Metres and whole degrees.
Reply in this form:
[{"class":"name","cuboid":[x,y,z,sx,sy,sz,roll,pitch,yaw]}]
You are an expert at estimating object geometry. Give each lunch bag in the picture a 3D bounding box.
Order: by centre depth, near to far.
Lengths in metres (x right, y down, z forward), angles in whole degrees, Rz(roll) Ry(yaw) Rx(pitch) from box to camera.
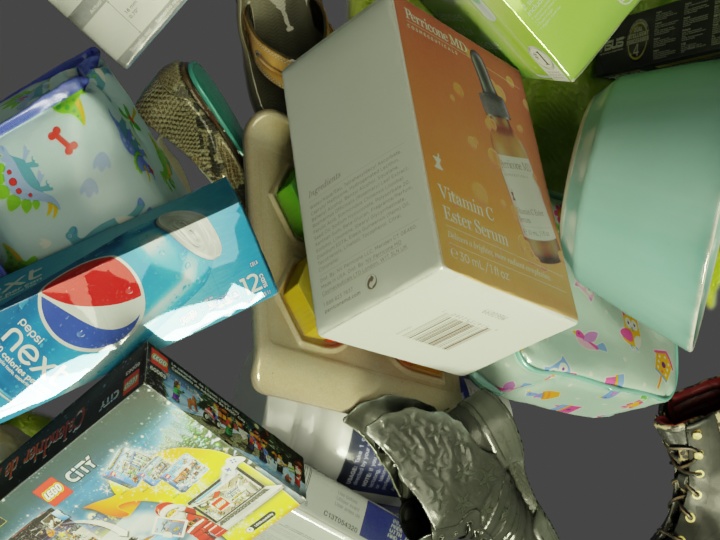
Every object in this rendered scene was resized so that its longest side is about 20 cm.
[{"class":"lunch bag","cuboid":[-0.218,-0.020,0.781,0.198,0.128,0.172,-27,111,7]},{"class":"lunch bag","cuboid":[0.160,0.022,0.899,0.198,0.077,0.163,14,64,-37]}]

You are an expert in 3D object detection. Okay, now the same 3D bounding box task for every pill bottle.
[{"class":"pill bottle","cuboid":[0.007,0.120,0.882,0.197,0.116,0.118,13,96,-21]}]

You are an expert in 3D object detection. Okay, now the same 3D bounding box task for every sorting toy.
[{"class":"sorting toy","cuboid":[0.000,0.000,0.819,0.183,0.036,0.204,18,58,-38]}]

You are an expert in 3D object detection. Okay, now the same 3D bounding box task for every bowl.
[{"class":"bowl","cuboid":[0.201,-0.055,0.808,0.103,0.200,0.205,13,98,19]}]

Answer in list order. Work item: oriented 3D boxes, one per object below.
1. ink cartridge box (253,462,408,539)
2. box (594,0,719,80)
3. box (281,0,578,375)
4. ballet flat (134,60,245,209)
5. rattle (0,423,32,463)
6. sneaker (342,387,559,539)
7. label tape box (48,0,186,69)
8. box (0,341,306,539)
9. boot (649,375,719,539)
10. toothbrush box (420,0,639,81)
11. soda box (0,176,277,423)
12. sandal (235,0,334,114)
[{"class":"ink cartridge box","cuboid":[-0.066,0.195,0.859,0.195,0.199,0.044,32,54,-22]},{"class":"box","cuboid":[0.293,-0.165,0.878,0.158,0.200,0.050,4,91,-18]},{"class":"box","cuboid":[0.044,-0.052,0.782,0.151,0.106,0.203,18,54,-45]},{"class":"ballet flat","cuboid":[-0.088,-0.058,0.850,0.075,0.068,0.200,-37,106,15]},{"class":"rattle","cuboid":[-0.217,0.209,0.794,0.130,0.143,0.201,-40,94,-10]},{"class":"sneaker","cuboid":[0.069,0.161,0.812,0.103,0.060,0.203,-29,114,-20]},{"class":"label tape box","cuboid":[-0.181,-0.254,0.758,0.200,0.063,0.144,42,98,-22]},{"class":"box","cuboid":[-0.150,0.147,0.723,0.199,0.038,0.136,-38,121,19]},{"class":"boot","cuboid":[0.282,0.193,1.014,0.198,0.073,0.153,-25,109,-17]},{"class":"toothbrush box","cuboid":[0.081,-0.233,0.822,0.086,0.145,0.200,-47,112,-5]},{"class":"soda box","cuboid":[-0.154,0.018,0.704,0.197,0.068,0.065,-25,111,-5]},{"class":"sandal","cuboid":[-0.045,-0.169,0.839,0.080,0.055,0.204,-15,106,-15]}]
